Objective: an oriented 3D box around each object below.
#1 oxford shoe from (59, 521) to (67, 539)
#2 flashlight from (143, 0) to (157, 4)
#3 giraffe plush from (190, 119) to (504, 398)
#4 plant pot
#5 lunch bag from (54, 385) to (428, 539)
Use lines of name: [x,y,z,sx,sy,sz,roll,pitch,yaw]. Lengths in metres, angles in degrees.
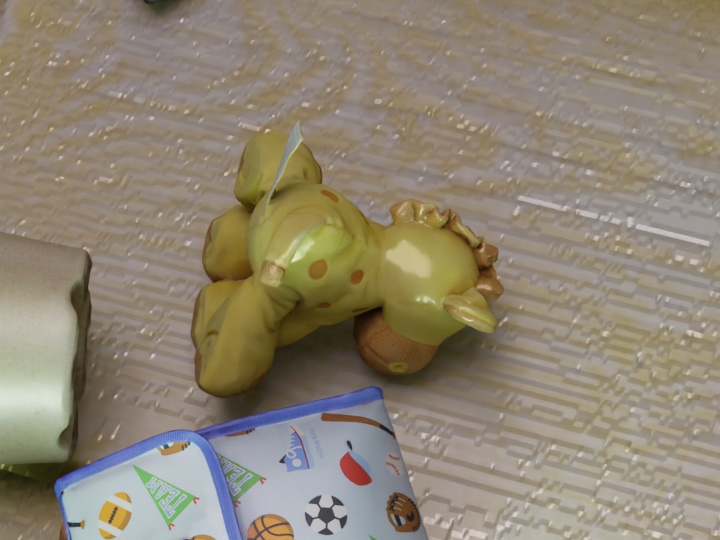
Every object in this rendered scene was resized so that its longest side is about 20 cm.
oxford shoe: [-0.087,0.143,1.780,0.199,0.071,0.071,-21,56,-7]
flashlight: [-0.085,-0.264,2.035,0.200,0.068,0.068,-35,59,-12]
giraffe plush: [0.000,0.000,1.820,0.162,0.200,0.173,17,54,-15]
plant pot: [-0.262,0.046,1.810,0.183,0.201,0.201,5,58,-2]
lunch bag: [-0.062,0.175,1.683,0.199,0.124,0.171,-11,70,-16]
